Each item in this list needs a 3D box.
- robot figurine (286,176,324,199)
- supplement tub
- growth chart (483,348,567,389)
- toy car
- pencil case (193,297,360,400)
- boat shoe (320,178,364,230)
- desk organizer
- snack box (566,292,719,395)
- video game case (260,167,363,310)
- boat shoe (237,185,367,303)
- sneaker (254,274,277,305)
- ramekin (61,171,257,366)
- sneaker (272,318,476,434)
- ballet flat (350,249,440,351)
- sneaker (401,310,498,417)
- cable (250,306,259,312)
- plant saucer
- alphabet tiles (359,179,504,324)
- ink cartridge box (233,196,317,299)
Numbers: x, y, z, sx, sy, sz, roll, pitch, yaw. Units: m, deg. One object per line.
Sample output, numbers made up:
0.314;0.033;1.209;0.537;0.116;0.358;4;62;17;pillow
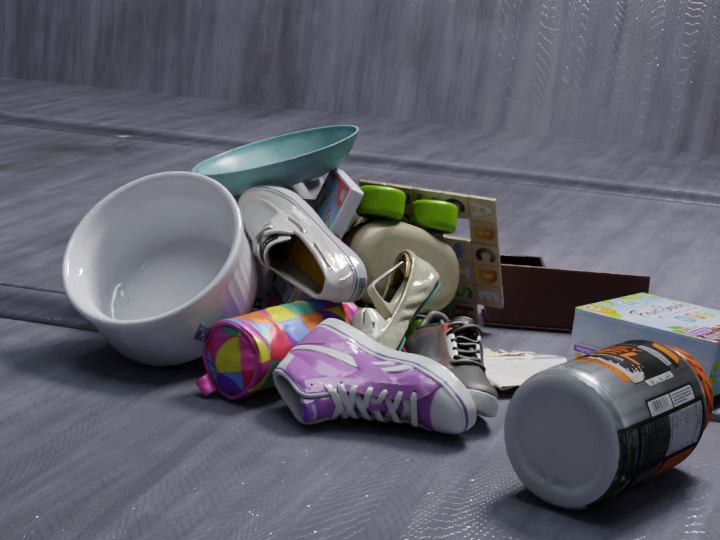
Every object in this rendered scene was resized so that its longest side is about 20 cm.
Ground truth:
-0.106;-0.083;1.946;0.169;0.113;0.200;-36;7;18;robot figurine
0.225;0.130;1.380;0.122;0.124;0.199;14;16;35;supplement tub
0.178;0.109;1.688;0.198;0.018;0.145;1;13;-14;growth chart
0.000;0.000;1.792;0.157;0.166;0.199;12;-8;-37;toy car
-0.079;0.076;1.604;0.088;0.089;0.199;14;16;36;pencil case
-0.012;-0.080;1.954;0.062;0.073;0.200;11;11;9;boat shoe
0.251;0.029;1.921;0.198;0.078;0.072;5;13;1;desk organizer
0.346;0.079;1.730;0.168;0.068;0.199;14;10;32;snack box
-0.059;-0.013;1.752;0.017;0.201;0.143;25;8;-15;video game case
-0.079;-0.029;1.658;0.070;0.071;0.200;-2;36;-45;boat shoe
-0.178;0.009;1.924;0.199;0.078;0.085;14;-2;14;sneaker
-0.204;0.003;1.645;0.199;0.098;0.202;-10;50;12;ramekin
0.006;0.126;1.487;0.200;0.073;0.114;21;41;32;sneaker
0.020;0.051;1.631;0.067;0.062;0.200;-31;18;41;ballet flat
0.091;0.085;1.575;0.077;0.082;0.200;24;5;-24;sneaker
-0.183;0.037;1.797;0.097;0.051;0.200;-12;21;-31;cable
-0.094;-0.123;1.799;0.198;0.036;0.200;-13;14;3;plant saucer
0.086;-0.018;1.851;0.166;0.201;0.008;9;44;19;alphabet tiles
-0.154;-0.031;1.787;0.198;0.068;0.116;5;40;12;ink cartridge box
